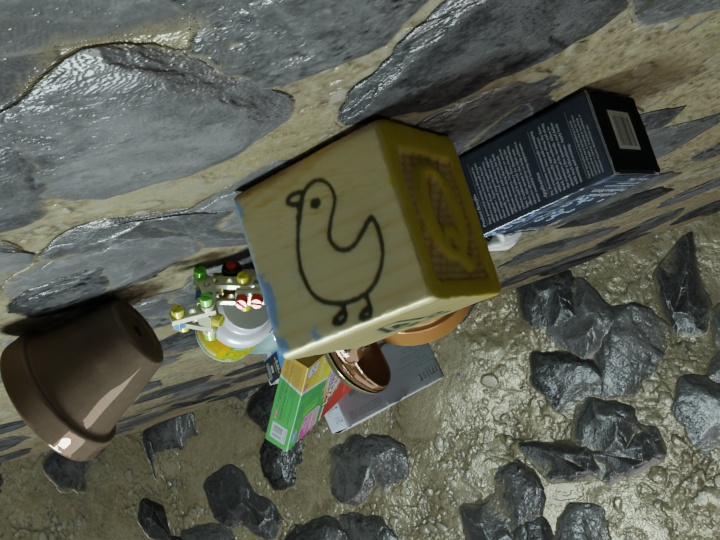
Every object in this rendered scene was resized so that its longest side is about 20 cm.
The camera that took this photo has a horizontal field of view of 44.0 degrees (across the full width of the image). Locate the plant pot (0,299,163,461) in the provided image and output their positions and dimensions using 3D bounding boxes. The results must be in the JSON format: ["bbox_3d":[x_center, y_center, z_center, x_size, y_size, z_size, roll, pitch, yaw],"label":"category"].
[{"bbox_3d":[-0.380,0.139,1.271,0.173,0.202,0.200,-36,169,5],"label":"plant pot"}]

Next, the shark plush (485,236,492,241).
[{"bbox_3d":[0.173,-0.079,1.340,0.089,0.085,0.200,-22,171,6],"label":"shark plush"}]

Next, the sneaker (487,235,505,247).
[{"bbox_3d":[0.143,-0.048,1.407,0.197,0.080,0.078,-21,137,-34],"label":"sneaker"}]

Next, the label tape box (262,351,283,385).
[{"bbox_3d":[-0.151,0.135,1.760,0.062,0.147,0.200,-12,169,-19],"label":"label tape box"}]

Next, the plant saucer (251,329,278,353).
[{"bbox_3d":[-0.116,0.083,1.563,0.201,0.039,0.201,-47,-177,3],"label":"plant saucer"}]

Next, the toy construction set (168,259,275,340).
[{"bbox_3d":[-0.161,0.049,1.242,0.195,0.132,0.093,13,126,-7],"label":"toy construction set"}]

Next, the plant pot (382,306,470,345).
[{"bbox_3d":[0.061,-0.017,1.207,0.196,0.204,0.141,-18,155,-1],"label":"plant pot"}]

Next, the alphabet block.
[{"bbox_3d":[0.012,-0.029,0.984,0.197,0.199,0.195,-24,171,28],"label":"alphabet block"}]

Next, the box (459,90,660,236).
[{"bbox_3d":[0.248,-0.131,1.125,0.198,0.109,0.147,-25,169,39],"label":"box"}]

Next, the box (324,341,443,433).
[{"bbox_3d":[0.012,0.147,1.497,0.197,0.179,0.097,-24,174,-24],"label":"box"}]

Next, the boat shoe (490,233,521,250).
[{"bbox_3d":[0.217,-0.066,1.584,0.196,0.073,0.069,-5,144,-32],"label":"boat shoe"}]

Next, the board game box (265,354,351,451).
[{"bbox_3d":[-0.053,0.143,1.278,0.199,0.040,0.156,-38,149,-52],"label":"board game box"}]

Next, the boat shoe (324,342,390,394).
[{"bbox_3d":[-0.013,0.089,1.185,0.067,0.201,0.073,-20,-148,36],"label":"boat shoe"}]

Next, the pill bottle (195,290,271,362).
[{"bbox_3d":[-0.197,0.074,1.414,0.109,0.113,0.200,-14,170,-21],"label":"pill bottle"}]
